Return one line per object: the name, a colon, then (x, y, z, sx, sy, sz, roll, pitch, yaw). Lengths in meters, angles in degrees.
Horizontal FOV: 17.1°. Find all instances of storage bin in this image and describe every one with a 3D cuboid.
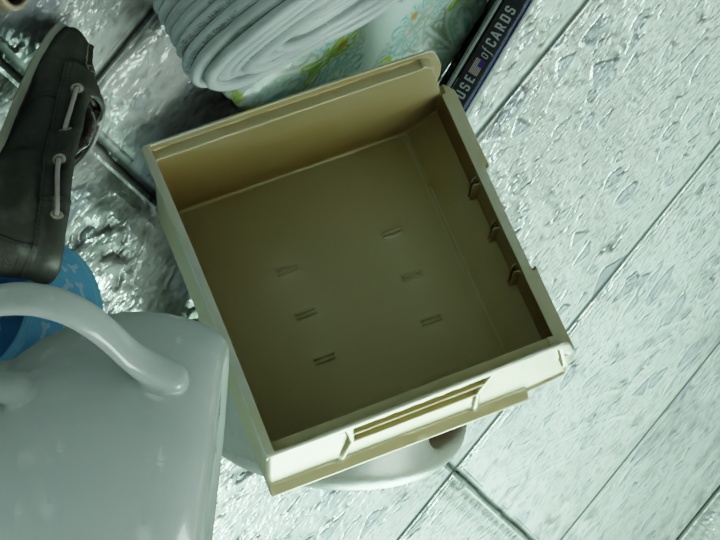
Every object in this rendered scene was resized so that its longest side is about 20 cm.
storage bin: (0.000, 0.000, 1.400, 0.198, 0.200, 0.094, -20, 160, -11)

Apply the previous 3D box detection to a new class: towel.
towel: (0.004, -0.146, 1.480, 0.171, 0.048, 0.200, -53, 158, 0)

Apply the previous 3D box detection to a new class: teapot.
teapot: (-0.145, 0.106, 1.187, 0.197, 0.146, 0.201, -132, -131, -89)

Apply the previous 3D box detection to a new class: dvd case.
dvd case: (0.087, -0.157, 1.583, 0.200, 0.025, 0.150, -58, -177, 17)

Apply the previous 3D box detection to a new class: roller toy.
roller toy: (-0.013, 0.044, 1.538, 0.199, 0.182, 0.140, -5, 114, -28)

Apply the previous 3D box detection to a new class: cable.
cable: (-0.016, -0.170, 1.273, 0.200, 0.069, 0.200, -31, 179, -14)

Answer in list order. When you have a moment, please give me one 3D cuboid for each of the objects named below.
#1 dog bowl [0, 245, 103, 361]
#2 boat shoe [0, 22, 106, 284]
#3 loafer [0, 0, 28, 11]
dog bowl: (-0.224, 0.062, 1.273, 0.200, 0.111, 0.050, -52, 146, 1)
boat shoe: (-0.153, -0.054, 1.180, 0.200, 0.057, 0.067, -74, -175, -56)
loafer: (-0.155, -0.203, 1.047, 0.072, 0.063, 0.200, -31, 151, -38)
